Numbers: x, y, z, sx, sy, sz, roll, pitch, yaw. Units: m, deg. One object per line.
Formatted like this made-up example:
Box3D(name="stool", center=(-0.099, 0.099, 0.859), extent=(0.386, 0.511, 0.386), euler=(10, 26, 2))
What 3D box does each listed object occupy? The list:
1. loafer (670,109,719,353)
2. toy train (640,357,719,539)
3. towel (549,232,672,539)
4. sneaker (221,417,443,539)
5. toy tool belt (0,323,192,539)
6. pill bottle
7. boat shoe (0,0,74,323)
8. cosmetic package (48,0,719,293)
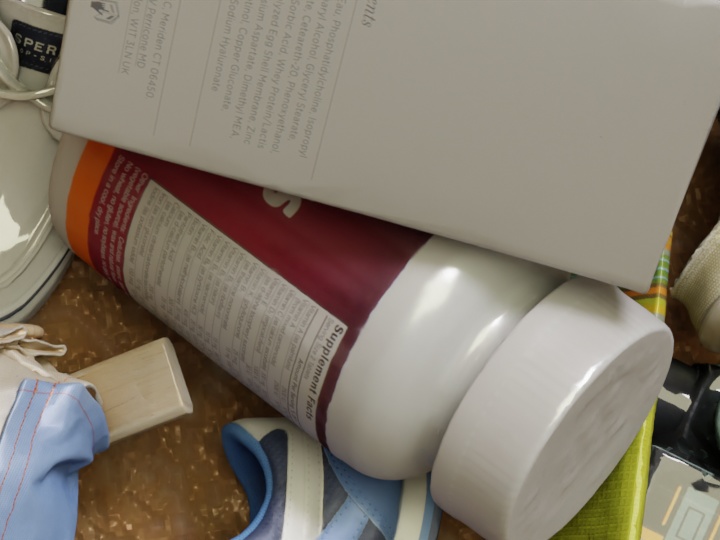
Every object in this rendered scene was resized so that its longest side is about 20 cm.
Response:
Box3D(name="loafer", center=(0.153, -0.055, 1.037), extent=(0.068, 0.076, 0.200), euler=(28, 58, 8))
Box3D(name="toy train", center=(0.172, 0.107, 1.030), extent=(0.199, 0.085, 0.114), euler=(27, 86, -5))
Box3D(name="towel", center=(0.074, 0.054, 1.017), extent=(0.018, 0.086, 0.201), euler=(14, 75, -27))
Box3D(name="sneaker", center=(-0.034, 0.140, 0.987), extent=(0.082, 0.074, 0.201), euler=(20, 66, -8))
Box3D(name="toy tool belt", center=(-0.125, 0.114, 0.951), extent=(0.122, 0.125, 0.201), euler=(7, 77, 0))
Box3D(name="pill bottle", center=(0.000, 0.000, 0.974), extent=(0.200, 0.110, 0.110), euler=(36, 73, 21))
Box3D(name="boat shoe", center=(-0.116, -0.075, 1.023), extent=(0.073, 0.065, 0.201), euler=(14, 75, -7))
Box3D(name="cosmetic package", center=(0.024, -0.121, 0.937), extent=(0.199, 0.123, 0.200), euler=(15, 41, 1))
